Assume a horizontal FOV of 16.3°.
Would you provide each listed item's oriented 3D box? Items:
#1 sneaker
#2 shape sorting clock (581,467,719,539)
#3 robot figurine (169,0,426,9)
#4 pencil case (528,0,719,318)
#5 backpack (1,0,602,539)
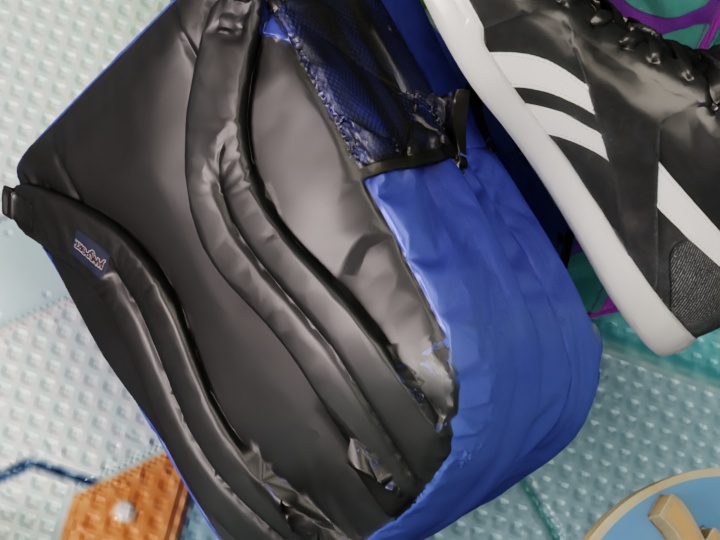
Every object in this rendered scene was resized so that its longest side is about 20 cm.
[{"bbox_3d":[0.103,-0.078,0.911,0.112,0.073,0.200,-31,104,13],"label":"sneaker"},{"bbox_3d":[0.148,0.174,0.950,0.199,0.039,0.201,9,74,-34],"label":"shape sorting clock"},{"bbox_3d":[0.008,-0.168,1.025,0.175,0.116,0.200,36,72,28],"label":"robot figurine"},{"bbox_3d":[0.106,-0.079,0.989,0.085,0.201,0.092,-13,40,-44],"label":"pencil case"},{"bbox_3d":[0.000,0.000,0.932,0.167,0.162,0.201,-11,66,-45],"label":"backpack"}]
